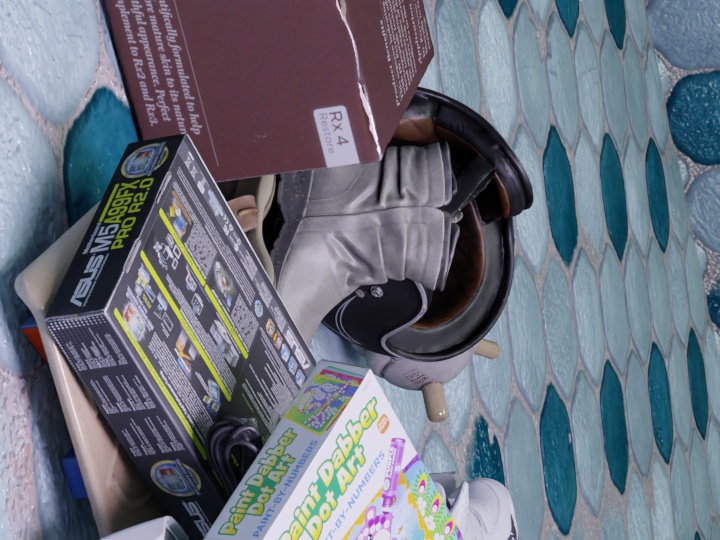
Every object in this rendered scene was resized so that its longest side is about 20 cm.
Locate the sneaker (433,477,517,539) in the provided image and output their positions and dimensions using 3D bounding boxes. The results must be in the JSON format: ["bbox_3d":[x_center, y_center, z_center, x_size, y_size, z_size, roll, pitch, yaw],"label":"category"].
[{"bbox_3d":[0.069,0.193,1.856,0.200,0.075,0.115,-54,144,-53],"label":"sneaker"}]

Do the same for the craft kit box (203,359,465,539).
[{"bbox_3d":[-0.020,0.191,1.409,0.200,0.048,0.198,-57,135,-30],"label":"craft kit box"}]

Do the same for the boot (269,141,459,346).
[{"bbox_3d":[0.000,0.000,1.681,0.068,0.130,0.201,82,16,-84],"label":"boot"}]

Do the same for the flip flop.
[{"bbox_3d":[-0.095,-0.034,1.615,0.200,0.081,0.058,-84,165,-49],"label":"flip flop"}]

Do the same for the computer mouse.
[{"bbox_3d":[-0.130,0.173,1.366,0.200,0.044,0.110,-32,128,-31],"label":"computer mouse"}]

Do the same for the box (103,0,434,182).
[{"bbox_3d":[-0.059,-0.176,1.648,0.200,0.164,0.166,-62,143,-62],"label":"box"}]

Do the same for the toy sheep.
[{"bbox_3d":[0.047,0.030,1.977,0.138,0.137,0.201,46,23,-63],"label":"toy sheep"}]

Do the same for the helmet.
[{"bbox_3d":[0.028,-0.031,1.829,0.191,0.199,0.201,110,-16,-62],"label":"helmet"}]

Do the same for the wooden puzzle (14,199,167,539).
[{"bbox_3d":[-0.143,0.063,1.463,0.185,0.046,0.201,-51,127,-59],"label":"wooden puzzle"}]

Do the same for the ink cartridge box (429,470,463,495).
[{"bbox_3d":[0.070,0.277,2.030,0.200,0.083,0.147,58,29,-54],"label":"ink cartridge box"}]

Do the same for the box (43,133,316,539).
[{"bbox_3d":[-0.103,0.044,1.445,0.200,0.044,0.161,61,33,-35],"label":"box"}]
